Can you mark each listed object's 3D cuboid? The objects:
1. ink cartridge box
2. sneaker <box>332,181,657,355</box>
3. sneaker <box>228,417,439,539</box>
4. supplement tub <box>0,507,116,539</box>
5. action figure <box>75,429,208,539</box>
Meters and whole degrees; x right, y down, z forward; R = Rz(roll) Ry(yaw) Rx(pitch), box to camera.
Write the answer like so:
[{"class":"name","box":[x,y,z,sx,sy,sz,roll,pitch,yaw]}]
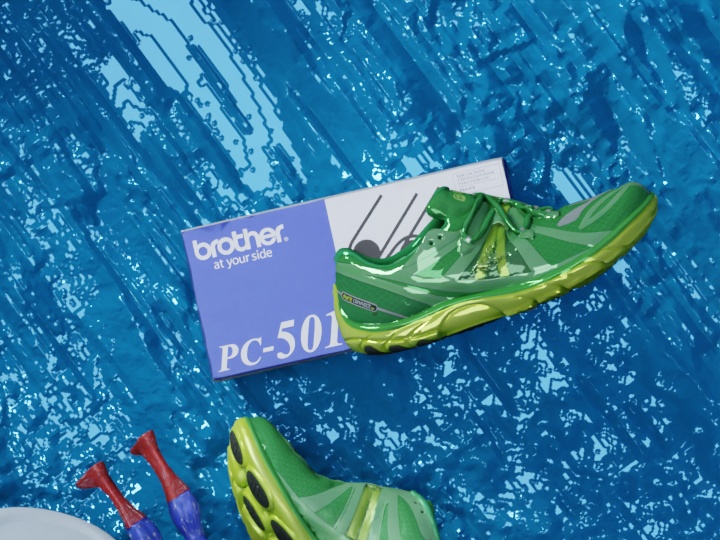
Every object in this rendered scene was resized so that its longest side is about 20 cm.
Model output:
[{"class":"ink cartridge box","box":[0.000,0.000,1.580,0.199,0.044,0.095,-12,88,4]},{"class":"sneaker","box":[0.076,-0.014,1.515,0.199,0.074,0.084,-20,91,3]},{"class":"sneaker","box":[-0.001,0.160,1.568,0.200,0.074,0.084,43,62,10]},{"class":"supplement tub","box":[-0.206,0.250,1.537,0.122,0.123,0.201,23,114,5]},{"class":"action figure","box":[-0.091,0.195,1.567,0.065,0.052,0.200,-30,80,-29]}]
